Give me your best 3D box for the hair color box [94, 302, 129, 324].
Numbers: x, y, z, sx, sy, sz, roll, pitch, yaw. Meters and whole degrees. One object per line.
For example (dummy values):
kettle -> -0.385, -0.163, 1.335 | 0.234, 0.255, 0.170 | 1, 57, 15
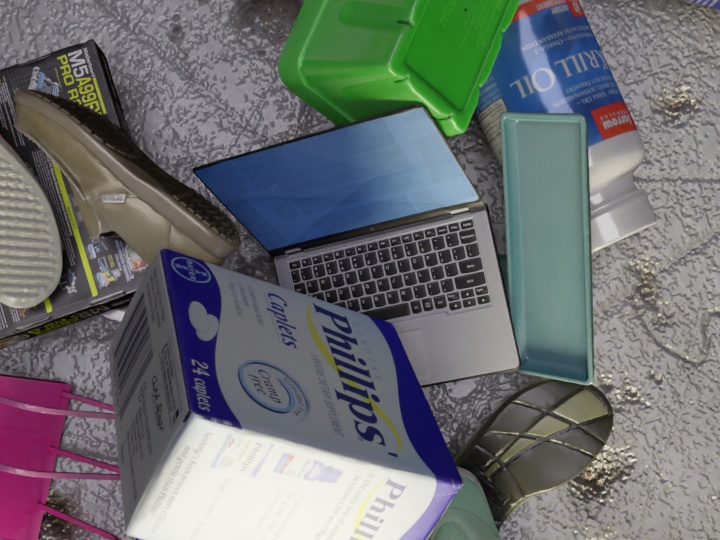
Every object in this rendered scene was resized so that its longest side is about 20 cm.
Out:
hair color box -> -0.232, -0.023, 0.949 | 0.198, 0.061, 0.100 | 20, 85, 3

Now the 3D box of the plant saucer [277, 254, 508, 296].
plant saucer -> 0.028, 0.020, 0.960 | 0.197, 0.019, 0.071 | 1, 86, 1

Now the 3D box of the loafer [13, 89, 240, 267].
loafer -> -0.180, -0.057, 0.840 | 0.199, 0.076, 0.069 | 38, 100, 10

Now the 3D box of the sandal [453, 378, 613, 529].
sandal -> 0.113, 0.156, 0.932 | 0.201, 0.057, 0.080 | -43, 91, 13

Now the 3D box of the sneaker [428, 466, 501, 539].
sneaker -> 0.089, 0.262, 0.871 | 0.073, 0.118, 0.203 | -19, 106, 12

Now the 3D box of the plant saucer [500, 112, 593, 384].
plant saucer -> 0.142, -0.017, 0.865 | 0.069, 0.019, 0.203 | 8, 109, 38

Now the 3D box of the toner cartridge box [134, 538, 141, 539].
toner cartridge box -> -0.120, 0.201, 0.938 | 0.094, 0.043, 0.202 | 27, 87, 4

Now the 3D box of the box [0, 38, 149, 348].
box -> -0.248, -0.058, 0.901 | 0.158, 0.044, 0.202 | -19, 83, -3

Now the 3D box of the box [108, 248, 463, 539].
box -> -0.058, 0.099, 0.791 | 0.198, 0.185, 0.106 | 19, 116, -27

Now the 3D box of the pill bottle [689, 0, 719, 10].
pill bottle -> 0.252, -0.279, 0.925 | 0.197, 0.116, 0.117 | 16, 86, 3

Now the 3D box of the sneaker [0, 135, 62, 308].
sneaker -> -0.286, -0.072, 0.853 | 0.075, 0.105, 0.202 | -32, 113, -12

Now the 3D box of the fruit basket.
fruit basket -> 0.018, -0.196, 0.871 | 0.214, 0.155, 0.218 | -23, 52, 33

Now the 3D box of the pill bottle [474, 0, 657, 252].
pill bottle -> 0.157, -0.113, 0.918 | 0.111, 0.112, 0.202 | -25, 86, 0

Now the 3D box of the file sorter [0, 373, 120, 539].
file sorter -> -0.257, 0.189, 0.874 | 0.124, 0.138, 0.203 | 10, 86, 34

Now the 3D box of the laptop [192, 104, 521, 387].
laptop -> 0.000, 0.000, 0.867 | 0.185, 0.116, 0.203 | -12, 91, 22
